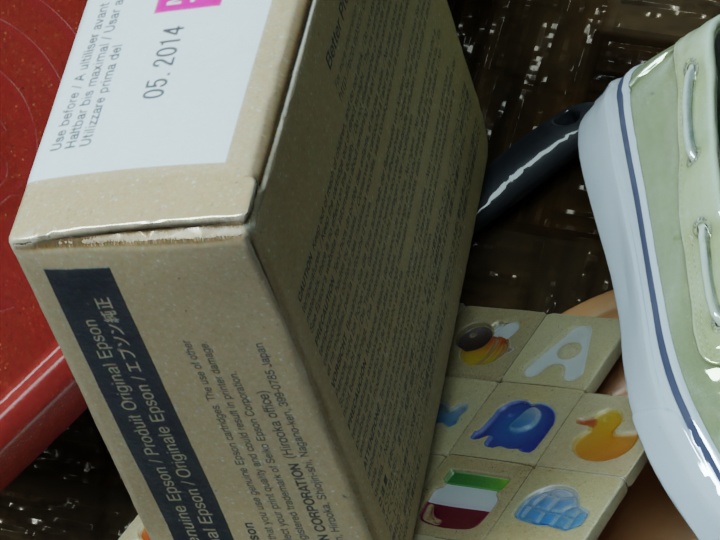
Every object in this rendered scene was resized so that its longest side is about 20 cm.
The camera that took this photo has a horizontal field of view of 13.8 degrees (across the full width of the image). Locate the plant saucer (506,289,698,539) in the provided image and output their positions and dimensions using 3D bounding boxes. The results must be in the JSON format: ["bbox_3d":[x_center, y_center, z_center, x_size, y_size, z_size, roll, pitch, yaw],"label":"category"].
[{"bbox_3d":[0.109,0.088,0.921,0.200,0.032,0.201,-6,62,12],"label":"plant saucer"}]

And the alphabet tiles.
[{"bbox_3d":[-0.002,0.079,0.914,0.166,0.006,0.200,4,44,39],"label":"alphabet tiles"}]

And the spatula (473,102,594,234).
[{"bbox_3d":[0.000,0.000,0.996,0.200,0.021,0.057,-32,32,-11],"label":"spatula"}]

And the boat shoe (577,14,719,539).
[{"bbox_3d":[0.116,0.010,0.891,0.072,0.062,0.200,6,51,-33],"label":"boat shoe"}]

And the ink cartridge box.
[{"bbox_3d":[-0.025,-0.026,0.892,0.075,0.165,0.200,-4,45,18],"label":"ink cartridge box"}]

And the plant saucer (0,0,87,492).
[{"bbox_3d":[-0.128,-0.039,0.933,0.037,0.200,0.200,-9,29,50],"label":"plant saucer"}]
